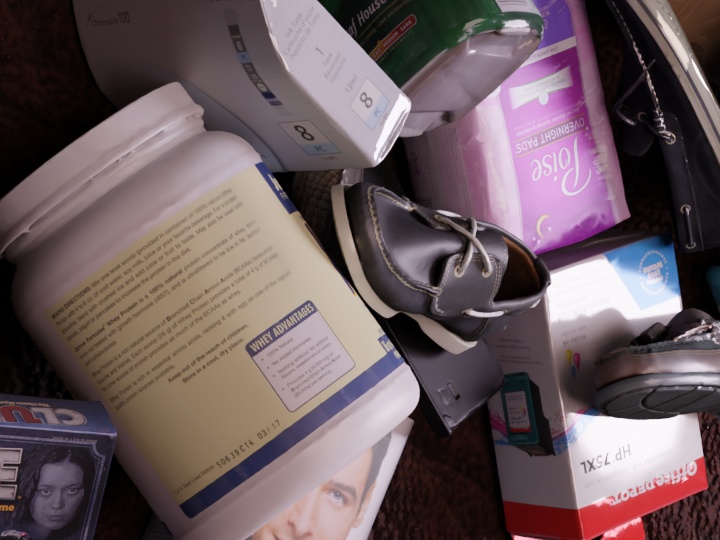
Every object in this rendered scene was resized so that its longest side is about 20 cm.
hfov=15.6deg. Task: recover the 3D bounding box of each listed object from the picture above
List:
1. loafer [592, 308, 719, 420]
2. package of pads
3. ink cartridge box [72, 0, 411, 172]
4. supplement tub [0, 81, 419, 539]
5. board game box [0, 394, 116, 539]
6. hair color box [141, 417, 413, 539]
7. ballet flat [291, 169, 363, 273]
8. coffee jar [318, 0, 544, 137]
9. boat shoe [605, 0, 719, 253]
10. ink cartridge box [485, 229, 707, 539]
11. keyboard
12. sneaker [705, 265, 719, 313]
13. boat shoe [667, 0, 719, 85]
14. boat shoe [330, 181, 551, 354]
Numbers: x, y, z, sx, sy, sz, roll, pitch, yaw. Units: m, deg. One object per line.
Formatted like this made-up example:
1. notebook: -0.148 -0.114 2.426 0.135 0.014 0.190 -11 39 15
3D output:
1. loafer: 0.196 0.051 1.524 0.199 0.072 0.063 5 67 -49
2. package of pads: 0.077 -0.106 1.491 0.120 0.075 0.201 -22 105 -38
3. ink cartridge box: -0.092 -0.124 1.298 0.200 0.160 0.047 44 64 -31
4. supplement tub: -0.081 0.024 1.292 0.145 0.145 0.201 -35 89 -33
5. board game box: -0.224 0.120 1.212 0.199 0.035 0.136 5 113 -23
6. hair color box: -0.057 0.147 1.400 0.099 0.060 0.201 34 70 -35
7. ballet flat: -0.020 -0.078 1.398 0.068 0.046 0.201 85 9 -59
8. coffee jar: 0.007 -0.177 1.365 0.085 0.104 0.201 -4 60 -48
9. boat shoe: 0.172 -0.095 1.503 0.062 0.075 0.201 -23 112 11
10. ink cartridge box: 0.139 0.086 1.552 0.116 0.067 0.201 -18 102 -39
11. keyboard: 0.000 0.000 1.441 0.104 0.040 0.201 -34 95 -52
12. sneaker: 0.292 -0.036 1.674 0.080 0.077 0.200 50 62 -19
13. boat shoe: 0.206 -0.166 1.601 0.072 0.065 0.199 -47 146 23
14. boat shoe: 0.040 -0.010 1.360 0.200 0.067 0.072 29 44 -63
